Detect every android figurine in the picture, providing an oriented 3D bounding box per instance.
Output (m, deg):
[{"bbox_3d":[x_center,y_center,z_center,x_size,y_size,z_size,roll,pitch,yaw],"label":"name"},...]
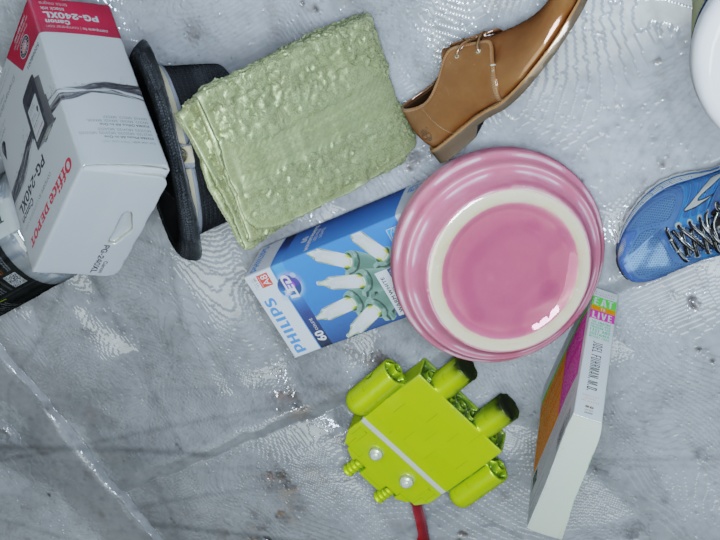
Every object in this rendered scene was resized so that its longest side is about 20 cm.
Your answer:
[{"bbox_3d":[0.064,0.172,1.275,0.182,0.041,0.200,44,120,-12],"label":"android figurine"}]

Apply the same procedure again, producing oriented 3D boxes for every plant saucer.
[{"bbox_3d":[0.127,-0.007,1.097,0.197,0.051,0.204,-3,110,-9],"label":"plant saucer"}]

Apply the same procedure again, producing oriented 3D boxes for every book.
[{"bbox_3d":[0.193,0.122,1.110,0.047,0.201,0.135,17,124,6],"label":"book"}]

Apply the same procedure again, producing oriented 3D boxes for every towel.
[{"bbox_3d":[-0.051,-0.124,1.066,0.036,0.198,0.150,24,140,59],"label":"towel"}]

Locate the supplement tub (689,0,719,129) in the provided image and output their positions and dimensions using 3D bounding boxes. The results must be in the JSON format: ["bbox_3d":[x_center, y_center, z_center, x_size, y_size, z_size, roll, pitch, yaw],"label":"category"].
[{"bbox_3d":[0.313,-0.186,0.891,0.143,0.201,0.147,7,122,12],"label":"supplement tub"}]

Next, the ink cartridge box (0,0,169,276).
[{"bbox_3d":[-0.255,-0.117,1.092,0.082,0.202,0.146,0,142,-35],"label":"ink cartridge box"}]

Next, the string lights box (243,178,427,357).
[{"bbox_3d":[0.000,0.000,1.178,0.198,0.059,0.103,-22,114,26],"label":"string lights box"}]

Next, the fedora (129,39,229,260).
[{"bbox_3d":[-0.146,-0.115,1.121,0.090,0.201,0.203,-14,122,-17],"label":"fedora"}]

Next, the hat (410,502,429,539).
[{"bbox_3d":[0.114,0.366,1.389,0.163,0.179,0.200,10,160,8],"label":"hat"}]

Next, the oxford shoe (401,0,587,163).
[{"bbox_3d":[0.109,-0.175,1.037,0.071,0.072,0.200,43,123,-9],"label":"oxford shoe"}]

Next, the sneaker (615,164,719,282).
[{"bbox_3d":[0.300,-0.047,1.045,0.199,0.089,0.079,-35,105,30],"label":"sneaker"}]

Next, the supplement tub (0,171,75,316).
[{"bbox_3d":[-0.374,-0.018,1.240,0.198,0.123,0.123,-25,111,26],"label":"supplement tub"}]
